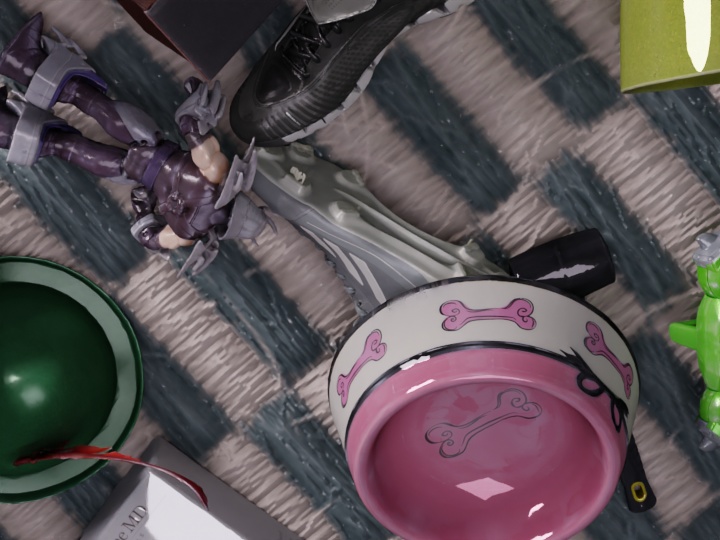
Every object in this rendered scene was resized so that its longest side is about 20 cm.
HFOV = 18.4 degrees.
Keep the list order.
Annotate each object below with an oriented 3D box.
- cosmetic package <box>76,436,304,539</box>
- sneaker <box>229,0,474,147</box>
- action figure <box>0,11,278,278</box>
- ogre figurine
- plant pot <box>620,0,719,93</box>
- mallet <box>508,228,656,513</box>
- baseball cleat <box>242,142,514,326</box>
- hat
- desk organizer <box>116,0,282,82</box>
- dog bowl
[{"bbox_3d":[-0.085,0.212,1.463,0.200,0.071,0.102,36,101,-10],"label":"cosmetic package"},{"bbox_3d":[-0.009,-0.156,1.350,0.200,0.090,0.067,-38,62,5],"label":"sneaker"},{"bbox_3d":[-0.136,-0.074,1.375,0.200,0.069,0.130,30,121,1],"label":"action figure"},{"bbox_3d":[0.268,0.043,1.420,0.120,0.098,0.200,-7,122,-18],"label":"ogre figurine"},{"bbox_3d":[0.232,-0.217,1.313,0.187,0.187,0.201,-8,92,1],"label":"plant pot"},{"bbox_3d":[0.164,0.065,1.452,0.066,0.041,0.200,-27,109,3],"label":"mallet"},{"bbox_3d":[0.000,0.000,1.410,0.200,0.070,0.107,31,122,3],"label":"baseball cleat"},{"bbox_3d":[-0.215,0.088,1.370,0.200,0.176,0.166,-26,104,5],"label":"hat"},{"bbox_3d":[-0.063,-0.221,1.343,0.200,0.077,0.072,-49,135,-5],"label":"desk organizer"},{"bbox_3d":[0.078,0.100,1.396,0.200,0.074,0.200,0,132,0],"label":"dog bowl"}]
